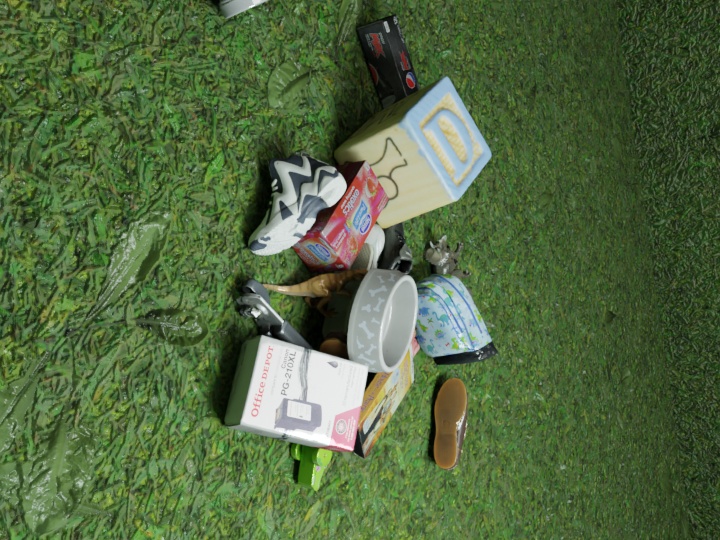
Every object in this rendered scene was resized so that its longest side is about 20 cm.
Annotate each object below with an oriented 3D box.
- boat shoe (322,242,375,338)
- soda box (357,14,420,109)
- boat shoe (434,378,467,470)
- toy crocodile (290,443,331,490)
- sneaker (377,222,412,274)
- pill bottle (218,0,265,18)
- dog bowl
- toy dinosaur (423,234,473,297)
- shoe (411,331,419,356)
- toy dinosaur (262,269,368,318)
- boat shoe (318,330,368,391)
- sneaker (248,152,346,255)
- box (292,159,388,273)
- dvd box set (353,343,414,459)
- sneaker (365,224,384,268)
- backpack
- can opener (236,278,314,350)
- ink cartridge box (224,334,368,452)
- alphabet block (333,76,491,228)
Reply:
[{"bbox_3d":[-0.015,0.044,1.306,0.062,0.075,0.200,8,100,-55],"label":"boat shoe"},{"bbox_3d":[0.066,-0.429,1.477,0.063,0.071,0.200,-43,119,-46],"label":"soda box"},{"bbox_3d":[0.203,0.345,1.570,0.070,0.070,0.200,39,60,-63],"label":"boat shoe"},{"bbox_3d":[-0.077,0.283,1.230,0.062,0.067,0.200,16,74,-49],"label":"toy crocodile"},{"bbox_3d":[0.074,-0.035,1.433,0.066,0.090,0.200,38,58,-44],"label":"sneaker"},{"bbox_3d":[-0.218,-0.511,1.097,0.113,0.113,0.200,-46,121,-43],"label":"pill bottle"},{"bbox_3d":[0.045,0.090,1.246,0.200,0.059,0.200,10,90,-67],"label":"dog bowl"},{"bbox_3d":[0.201,-0.003,1.620,0.102,0.077,0.200,-36,120,-34],"label":"toy dinosaur"},{"bbox_3d":[0.056,0.152,1.407,0.200,0.071,0.091,-26,104,-53],"label":"shoe"},{"bbox_3d":[-0.081,0.033,1.245,0.060,0.200,0.106,-113,-165,-51],"label":"toy dinosaur"},{"bbox_3d":[-0.028,0.175,1.285,0.200,0.070,0.070,80,24,-43],"label":"boat shoe"},{"bbox_3d":[-0.136,-0.126,1.201,0.199,0.130,0.079,-45,151,1],"label":"sneaker"},{"bbox_3d":[-0.040,-0.101,1.293,0.100,0.095,0.200,56,47,-33],"label":"box"},{"bbox_3d":[0.043,0.248,1.346,0.200,0.029,0.146,-53,154,-30],"label":"dvd box set"},{"bbox_3d":[0.000,0.000,1.364,0.080,0.070,0.201,13,69,-44],"label":"sneaker"},{"bbox_3d":[0.183,0.105,1.511,0.154,0.163,0.200,-10,88,-37],"label":"backpack"},{"bbox_3d":[-0.136,0.090,1.188,0.200,0.053,0.067,52,41,-39],"label":"can opener"},{"bbox_3d":[-0.103,0.203,1.136,0.200,0.084,0.145,19,69,-23],"label":"ink cartridge box"},{"bbox_3d":[0.105,-0.230,1.380,0.195,0.200,0.196,57,46,-16],"label":"alphabet block"}]
